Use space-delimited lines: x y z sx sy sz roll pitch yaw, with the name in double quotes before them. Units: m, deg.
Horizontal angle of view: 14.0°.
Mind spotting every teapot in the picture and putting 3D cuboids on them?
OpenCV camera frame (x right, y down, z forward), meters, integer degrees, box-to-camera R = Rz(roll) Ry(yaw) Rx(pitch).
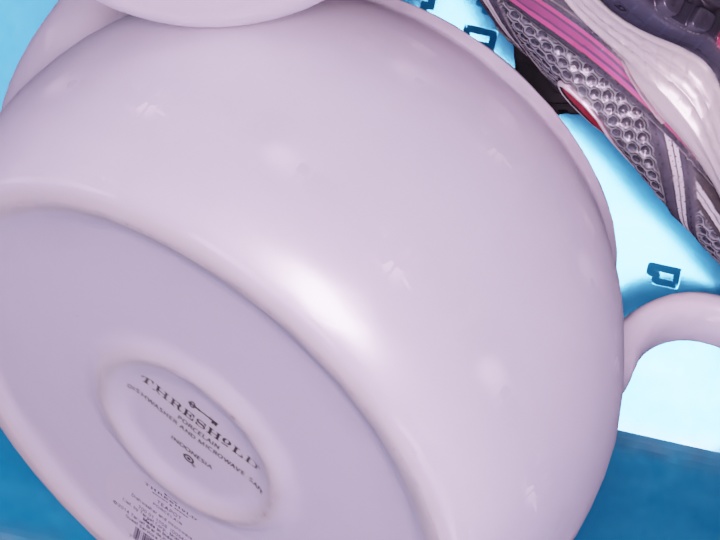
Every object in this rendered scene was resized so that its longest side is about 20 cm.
"teapot" 0.000 0.000 0.773 0.146 0.197 0.201 -47 121 -32

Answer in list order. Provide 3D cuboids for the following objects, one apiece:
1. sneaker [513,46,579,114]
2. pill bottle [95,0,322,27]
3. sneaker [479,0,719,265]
"sneaker" 0.104 -0.100 0.807 0.199 0.060 0.105 -5 96 6
"pill bottle" -0.031 -0.163 0.739 0.111 0.201 0.112 4 134 4
"sneaker" 0.088 -0.055 0.756 0.081 0.075 0.200 -46 110 -30
